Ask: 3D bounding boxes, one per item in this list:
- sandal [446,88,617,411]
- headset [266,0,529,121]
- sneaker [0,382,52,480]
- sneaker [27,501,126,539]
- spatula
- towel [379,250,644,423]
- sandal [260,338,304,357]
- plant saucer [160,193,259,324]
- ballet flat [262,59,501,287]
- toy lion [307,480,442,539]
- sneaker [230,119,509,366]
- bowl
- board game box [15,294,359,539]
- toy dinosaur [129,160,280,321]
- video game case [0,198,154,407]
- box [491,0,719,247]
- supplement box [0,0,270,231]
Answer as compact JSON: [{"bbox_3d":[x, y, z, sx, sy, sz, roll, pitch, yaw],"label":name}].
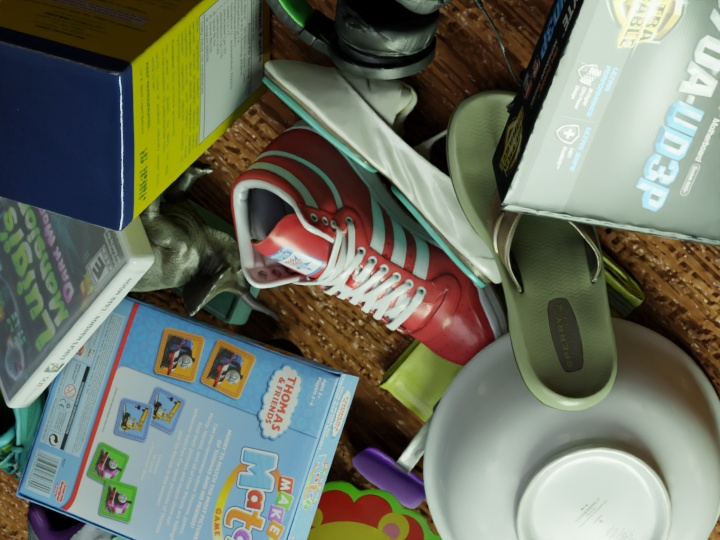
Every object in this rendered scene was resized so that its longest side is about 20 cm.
[{"bbox_3d":[0.111,-0.017,1.469,0.057,0.079,0.202,108,144,-77],"label":"sandal"},{"bbox_3d":[0.025,-0.157,1.452,0.199,0.094,0.124,30,130,-4],"label":"headset"},{"bbox_3d":[-0.246,0.122,1.783,0.077,0.080,0.201,-8,115,32],"label":"sneaker"},{"bbox_3d":[-0.152,0.199,1.683,0.199,0.074,0.088,7,116,27],"label":"sneaker"},{"bbox_3d":[0.046,0.107,1.621,0.056,0.021,0.200,34,142,-2],"label":"spatula"},{"bbox_3d":[0.095,0.045,1.588,0.086,0.018,0.200,43,130,0],"label":"towel"},{"bbox_3d":[-0.064,0.140,1.708,0.075,0.048,0.202,47,128,41],"label":"sandal"},{"bbox_3d":[-0.155,-0.035,1.676,0.199,0.019,0.070,31,129,7],"label":"plant saucer"},{"bbox_3d":[0.029,-0.076,1.525,0.200,0.069,0.069,43,130,0],"label":"ballet flat"},{"bbox_3d":[0.019,0.228,1.609,0.198,0.193,0.069,-12,157,-3],"label":"toy lion"},{"bbox_3d":[0.000,0.000,1.540,0.200,0.112,0.071,45,126,4],"label":"sneaker"},{"bbox_3d":[0.139,0.137,1.519,0.199,0.090,0.203,0,108,-1],"label":"bowl"},{"bbox_3d":[-0.115,0.110,1.615,0.199,0.037,0.152,19,91,23],"label":"board game box"},{"bbox_3d":[-0.150,-0.024,1.621,0.198,0.077,0.103,8,105,17],"label":"toy dinosaur"},{"bbox_3d":[-0.217,-0.040,1.633,0.182,0.023,0.201,-46,57,41],"label":"video game case"},{"bbox_3d":[0.178,-0.110,1.382,0.158,0.046,0.201,9,129,-15],"label":"box"},{"bbox_3d":[-0.144,-0.127,1.494,0.109,0.200,0.110,16,125,19],"label":"supplement box"}]
